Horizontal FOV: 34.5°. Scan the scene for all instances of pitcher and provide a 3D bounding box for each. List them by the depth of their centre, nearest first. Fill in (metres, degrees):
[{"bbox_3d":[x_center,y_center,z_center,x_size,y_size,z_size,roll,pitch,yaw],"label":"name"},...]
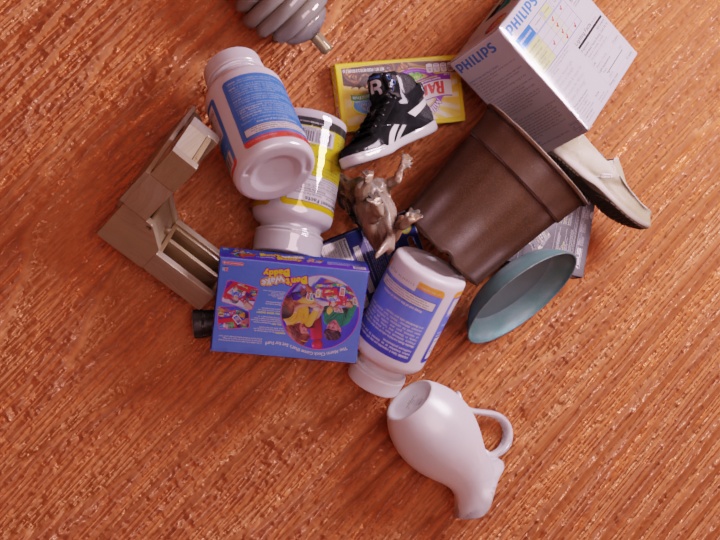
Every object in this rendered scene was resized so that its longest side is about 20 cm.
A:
[{"bbox_3d":[0.140,0.240,1.709,0.200,0.121,0.172,51,54,-22],"label":"pitcher"}]

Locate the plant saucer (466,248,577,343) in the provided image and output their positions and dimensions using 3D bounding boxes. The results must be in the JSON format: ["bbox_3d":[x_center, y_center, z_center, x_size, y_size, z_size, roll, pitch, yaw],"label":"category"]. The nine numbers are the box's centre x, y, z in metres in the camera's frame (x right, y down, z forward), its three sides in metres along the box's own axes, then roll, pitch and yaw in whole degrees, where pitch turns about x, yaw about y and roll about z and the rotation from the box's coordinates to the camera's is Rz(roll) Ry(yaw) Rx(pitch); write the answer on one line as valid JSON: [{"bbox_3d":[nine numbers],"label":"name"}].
[{"bbox_3d":[0.230,0.030,1.712,0.200,0.200,0.036,-29,65,-17],"label":"plant saucer"}]

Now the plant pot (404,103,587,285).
[{"bbox_3d":[0.184,-0.097,1.652,0.198,0.200,0.200,-45,104,5],"label":"plant pot"}]

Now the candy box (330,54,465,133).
[{"bbox_3d":[0.058,-0.263,1.723,0.200,0.026,0.102,-8,96,-19],"label":"candy box"}]

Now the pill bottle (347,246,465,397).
[{"bbox_3d":[0.059,0.077,1.650,0.112,0.112,0.200,21,109,-18],"label":"pill bottle"}]

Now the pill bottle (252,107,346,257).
[{"bbox_3d":[-0.088,-0.116,1.615,0.114,0.114,0.200,13,80,-18],"label":"pill bottle"}]

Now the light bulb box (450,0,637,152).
[{"bbox_3d":[0.273,-0.315,1.716,0.200,0.125,0.198,45,55,-13],"label":"light bulb box"}]

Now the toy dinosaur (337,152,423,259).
[{"bbox_3d":[0.022,-0.075,1.620,0.086,0.136,0.200,3,52,-21],"label":"toy dinosaur"}]

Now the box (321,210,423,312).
[{"bbox_3d":[0.000,0.000,1.696,0.200,0.032,0.121,-22,97,-16],"label":"box"}]

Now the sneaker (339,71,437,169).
[{"bbox_3d":[0.021,-0.220,1.640,0.200,0.073,0.112,-31,102,-46],"label":"sneaker"}]

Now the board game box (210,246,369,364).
[{"bbox_3d":[-0.097,0.048,1.559,0.200,0.045,0.135,6,107,-8],"label":"board game box"}]

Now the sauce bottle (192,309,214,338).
[{"bbox_3d":[-0.134,0.067,1.621,0.200,0.066,0.066,-3,90,-2],"label":"sauce bottle"}]

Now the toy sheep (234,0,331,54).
[{"bbox_3d":[-0.112,-0.379,1.609,0.200,0.138,0.138,42,77,-14],"label":"toy sheep"}]

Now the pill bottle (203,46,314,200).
[{"bbox_3d":[-0.142,-0.201,1.535,0.112,0.112,0.200,-11,56,-19],"label":"pill bottle"}]

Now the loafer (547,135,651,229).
[{"bbox_3d":[0.373,-0.137,1.752,0.200,0.076,0.068,39,84,-15],"label":"loafer"}]

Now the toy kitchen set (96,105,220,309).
[{"bbox_3d":[-0.210,-0.099,1.562,0.180,0.200,0.163,38,40,-15],"label":"toy kitchen set"}]

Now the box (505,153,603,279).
[{"bbox_3d":[0.282,-0.099,1.786,0.158,0.048,0.200,11,86,-18],"label":"box"}]
